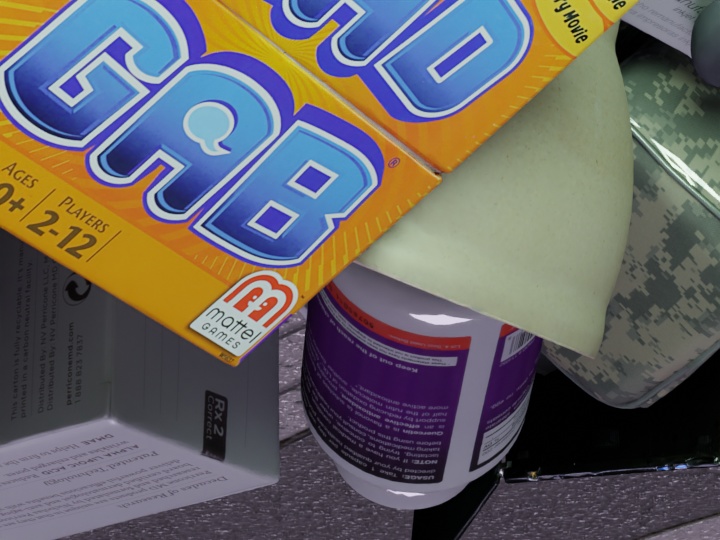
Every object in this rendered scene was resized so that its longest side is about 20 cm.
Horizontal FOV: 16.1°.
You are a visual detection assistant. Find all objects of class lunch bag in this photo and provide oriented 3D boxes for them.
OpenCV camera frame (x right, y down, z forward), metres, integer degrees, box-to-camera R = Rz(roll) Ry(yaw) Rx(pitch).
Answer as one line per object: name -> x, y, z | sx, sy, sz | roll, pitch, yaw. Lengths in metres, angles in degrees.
lunch bag -> 0.160, -0.048, 1.220 | 0.139, 0.168, 0.200 | 46, 150, 4

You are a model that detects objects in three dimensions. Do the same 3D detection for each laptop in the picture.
laptop -> 0.121, 0.090, 1.487 | 0.200, 0.177, 0.103 | -6, 131, 11

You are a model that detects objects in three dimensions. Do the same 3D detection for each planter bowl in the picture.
planter bowl -> 0.023, -0.064, 0.993 | 0.200, 0.135, 0.200 | 21, -179, 0

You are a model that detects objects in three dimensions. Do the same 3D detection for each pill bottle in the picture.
pill bottle -> 0.029, 0.029, 1.197 | 0.112, 0.113, 0.200 | 1, 144, -5

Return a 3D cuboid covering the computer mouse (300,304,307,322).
computer mouse -> 0.000, 0.000, 1.287 | 0.110, 0.044, 0.200 | -18, 145, 13

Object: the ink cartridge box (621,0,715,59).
ink cartridge box -> 0.164, -0.173, 1.001 | 0.200, 0.088, 0.145 | -22, 149, 38

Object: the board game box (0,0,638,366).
board game box -> -0.066, -0.131, 0.838 | 0.200, 0.200, 0.200 | -42, 141, 11

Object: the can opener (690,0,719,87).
can opener -> 0.172, -0.108, 0.976 | 0.066, 0.053, 0.200 | 2, 156, -3

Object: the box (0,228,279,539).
box -> -0.155, 0.022, 1.315 | 0.200, 0.199, 0.131 | -17, 153, 33

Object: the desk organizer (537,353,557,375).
desk organizer -> 0.053, -0.017, 1.383 | 0.200, 0.077, 0.072 | 23, 140, -37
